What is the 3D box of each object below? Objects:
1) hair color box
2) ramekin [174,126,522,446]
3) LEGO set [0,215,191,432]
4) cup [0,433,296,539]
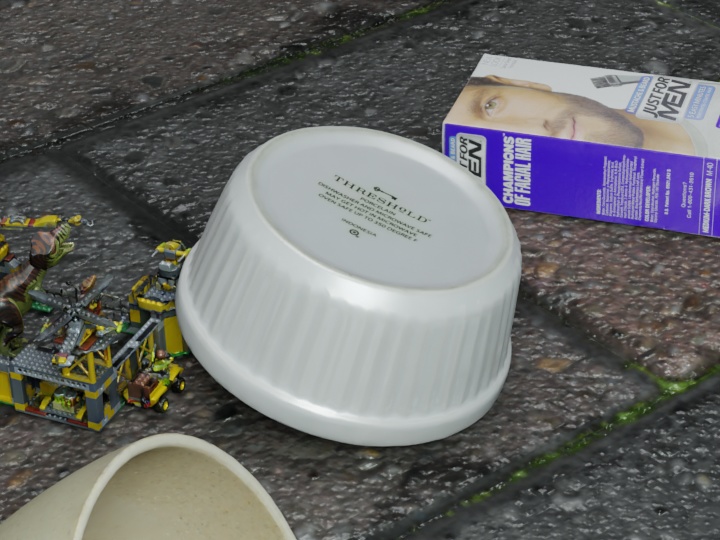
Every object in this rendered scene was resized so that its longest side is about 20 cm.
[{"bbox_3d":[0.163,-0.086,1.391,0.199,0.065,0.109,7,33,17],"label":"hair color box"},{"bbox_3d":[0.000,0.000,1.181,0.201,0.095,0.203,12,36,-8],"label":"ramekin"},{"bbox_3d":[-0.193,0.003,1.209,0.199,0.117,0.154,17,36,27],"label":"LEGO set"},{"bbox_3d":[-0.118,0.184,0.876,0.143,0.201,0.201,-18,24,26],"label":"cup"}]
